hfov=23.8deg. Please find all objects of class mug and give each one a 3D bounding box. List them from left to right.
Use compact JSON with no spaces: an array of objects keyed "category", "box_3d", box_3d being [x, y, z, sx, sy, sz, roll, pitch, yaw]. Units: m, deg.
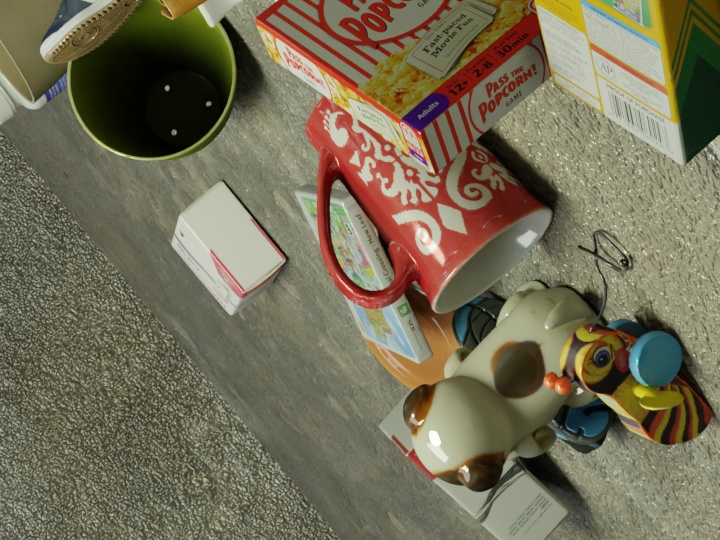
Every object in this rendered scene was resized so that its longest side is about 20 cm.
[{"category":"mug","box_3d":[0.039,-0.074,1.470,0.200,0.177,0.134,51,136,16]}]

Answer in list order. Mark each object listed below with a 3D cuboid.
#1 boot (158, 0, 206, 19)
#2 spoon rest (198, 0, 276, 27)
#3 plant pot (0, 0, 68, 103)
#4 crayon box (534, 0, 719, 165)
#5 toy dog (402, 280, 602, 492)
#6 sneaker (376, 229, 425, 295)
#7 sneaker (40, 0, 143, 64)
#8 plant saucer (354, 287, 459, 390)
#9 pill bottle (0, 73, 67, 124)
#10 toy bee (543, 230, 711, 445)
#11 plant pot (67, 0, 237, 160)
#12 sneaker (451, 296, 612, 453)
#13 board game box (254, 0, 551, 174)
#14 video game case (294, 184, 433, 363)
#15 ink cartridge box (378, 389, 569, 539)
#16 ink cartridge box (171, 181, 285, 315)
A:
[{"category":"boot","box_3d":[-0.103,-0.259,1.468,0.201,0.144,0.071,36,161,44]},{"category":"spoon rest","box_3d":[-0.070,-0.251,1.597,0.200,0.061,0.100,16,147,43]},{"category":"plant pot","box_3d":[-0.342,-0.320,1.918,0.187,0.200,0.187,49,167,16]},{"category":"crayon box","box_3d":[0.163,-0.172,1.063,0.126,0.052,0.200,40,163,37]},{"category":"toy dog","box_3d":[0.136,0.117,1.565,0.140,0.200,0.194,49,166,3]},{"category":"sneaker","box_3d":[0.051,-0.055,1.645,0.200,0.078,0.112,51,167,-2]},{"category":"sneaker","box_3d":[-0.286,-0.318,1.821,0.109,0.200,0.070,52,-165,13]},{"category":"plant saucer","box_3d":[0.059,0.065,1.865,0.200,0.037,0.201,36,146,28]},{"category":"pill bottle","box_3d":[-0.427,-0.286,2.273,0.112,0.200,0.112,46,165,16]},{"category":"toy bee","box_3d":[0.209,0.082,1.447,0.200,0.109,0.131,51,168,-3]},{"category":"plant pot","box_3d":[-0.219,-0.205,1.948,0.187,0.187,0.200,49,180,6]},{"category":"sneaker","box_3d":[0.166,0.110,1.715,0.200,0.073,0.082,46,167,21]},{"category":"board game box","box_3d":[0.041,-0.171,1.233,0.200,0.151,0.046,38,161,40]},{"category":"video game case","box_3d":[0.000,0.000,1.759,0.183,0.022,0.200,64,168,-12]},{"category":"ink cartridge box","box_3d":[0.132,0.230,1.993,0.200,0.084,0.144,42,179,-15]},{"category":"ink cartridge box","box_3d":[-0.190,-0.027,2.437,0.147,0.083,0.200,50,166,3]}]
